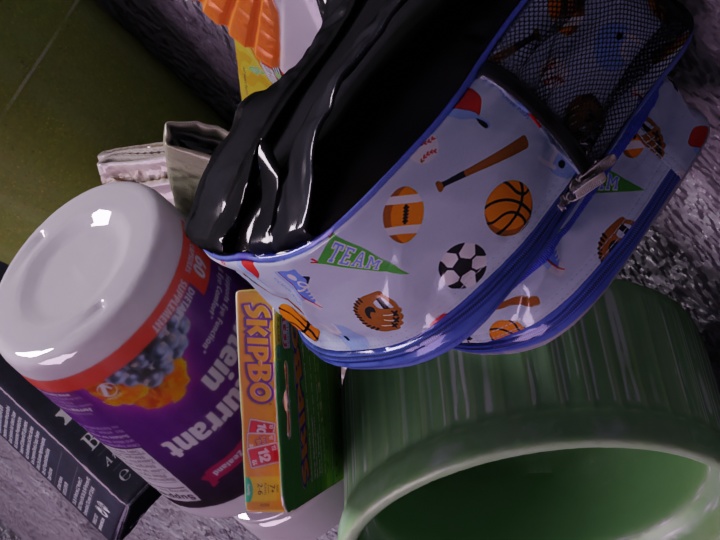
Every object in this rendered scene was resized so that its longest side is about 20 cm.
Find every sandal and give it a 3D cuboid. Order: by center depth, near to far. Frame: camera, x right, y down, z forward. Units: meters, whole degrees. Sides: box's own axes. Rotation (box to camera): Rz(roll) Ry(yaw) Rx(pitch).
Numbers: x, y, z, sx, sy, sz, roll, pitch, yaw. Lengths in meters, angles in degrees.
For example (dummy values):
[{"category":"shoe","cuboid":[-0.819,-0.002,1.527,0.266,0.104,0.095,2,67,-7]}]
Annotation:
[{"category":"sandal","cuboid":[-0.015,-0.123,1.180,0.207,0.059,0.079,46,146,-15]}]

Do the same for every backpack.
[{"category":"backpack","cuboid":[0.030,-0.049,1.042,0.154,0.191,0.200,49,161,-16]}]

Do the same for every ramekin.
[{"category":"ramekin","cuboid":[0.083,0.084,1.234,0.200,0.199,0.098,77,-175,-60]}]

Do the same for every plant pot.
[{"category":"plant pot","cuboid":[-0.166,-0.069,1.490,0.190,0.200,0.200,33,164,-10]}]

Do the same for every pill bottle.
[{"category":"pill bottle","cuboid":[-0.082,0.055,1.299,0.111,0.112,0.200,21,161,51]}]

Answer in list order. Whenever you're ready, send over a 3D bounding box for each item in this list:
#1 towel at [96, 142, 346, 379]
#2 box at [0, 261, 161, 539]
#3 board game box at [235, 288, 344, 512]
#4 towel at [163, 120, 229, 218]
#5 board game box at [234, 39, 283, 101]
[{"category":"towel","cuboid":[-0.058,0.011,1.403,0.132,0.035,0.200,-5,127,32]},{"category":"box","cuboid":[-0.154,0.026,1.608,0.200,0.197,0.117,42,162,5]},{"category":"board game box","cuboid":[-0.031,0.055,1.174,0.200,0.030,0.096,4,-97,-86]},{"category":"towel","cuboid":[0.000,0.000,1.286,0.192,0.035,0.200,20,156,13]},{"category":"board game box","cuboid":[-0.003,-0.076,1.313,0.134,0.034,0.200,38,162,17]}]
